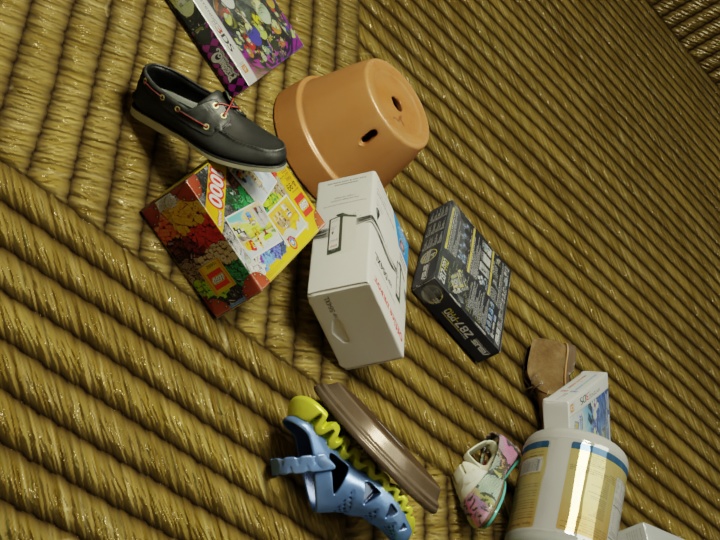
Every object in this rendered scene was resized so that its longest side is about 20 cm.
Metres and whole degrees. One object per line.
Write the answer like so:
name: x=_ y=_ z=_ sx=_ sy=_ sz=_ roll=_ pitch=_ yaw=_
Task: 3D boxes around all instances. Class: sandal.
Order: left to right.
sandal: x=-0.025 y=0.234 z=1.485 sx=0.200 sy=0.079 sz=0.087 roll=44 pitch=69 yaw=-3

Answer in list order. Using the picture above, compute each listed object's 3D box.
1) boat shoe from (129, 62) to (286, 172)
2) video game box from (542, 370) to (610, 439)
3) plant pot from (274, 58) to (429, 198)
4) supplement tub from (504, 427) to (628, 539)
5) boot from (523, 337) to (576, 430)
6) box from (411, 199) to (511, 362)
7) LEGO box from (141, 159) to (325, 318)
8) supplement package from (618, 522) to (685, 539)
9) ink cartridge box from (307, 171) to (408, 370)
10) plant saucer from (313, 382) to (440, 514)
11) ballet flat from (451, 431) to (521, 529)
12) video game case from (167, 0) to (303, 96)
boat shoe: x=-0.169 y=-0.170 z=1.529 sx=0.201 sy=0.063 sz=0.074 roll=28 pitch=29 yaw=15
video game box: x=0.318 y=0.263 z=1.970 sx=0.182 sy=0.047 sz=0.201 roll=-19 pitch=107 yaw=-58
plant pot: x=-0.001 y=-0.195 z=1.845 sx=0.200 sy=0.140 sz=0.201 roll=39 pitch=35 yaw=-35
supplement tub: x=0.268 y=0.324 z=1.780 sx=0.145 sy=0.144 sz=0.201 roll=38 pitch=56 yaw=-35
boot: x=0.277 y=0.186 z=2.051 sx=0.075 sy=0.074 sz=0.201 roll=19 pitch=47 yaw=-9
box: x=0.154 y=0.014 z=2.000 sx=0.161 sy=0.049 sz=0.200 roll=49 pitch=31 yaw=-24
LEGO box: x=-0.142 y=-0.060 z=1.569 sx=0.149 sy=0.077 sz=0.200 roll=55 pitch=30 yaw=-10
supplement package: x=0.423 y=0.487 z=1.951 sx=0.155 sy=0.111 sz=0.201 roll=28 pitch=44 yaw=-44
ink cartridge box: x=0.000 y=0.000 z=1.693 sx=0.201 sy=0.084 sz=0.146 roll=-87 pitch=160 yaw=-44
plant saucer: x=0.024 y=0.197 z=1.553 sx=0.200 sy=0.029 sz=0.200 roll=45 pitch=-2 yaw=2
ballet flat: x=0.161 y=0.270 z=1.785 sx=0.071 sy=0.069 sz=0.200 roll=41 pitch=26 yaw=2
video game case: x=-0.170 y=-0.342 z=1.809 sx=0.182 sy=0.036 sz=0.200 roll=57 pitch=29 yaw=-10
